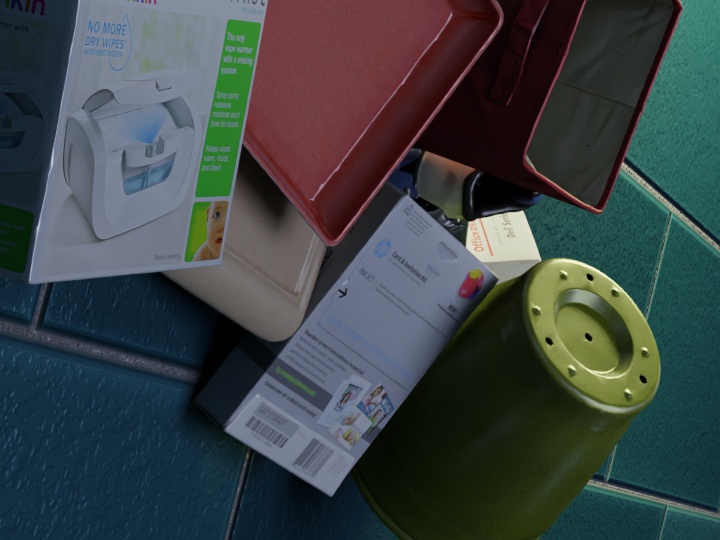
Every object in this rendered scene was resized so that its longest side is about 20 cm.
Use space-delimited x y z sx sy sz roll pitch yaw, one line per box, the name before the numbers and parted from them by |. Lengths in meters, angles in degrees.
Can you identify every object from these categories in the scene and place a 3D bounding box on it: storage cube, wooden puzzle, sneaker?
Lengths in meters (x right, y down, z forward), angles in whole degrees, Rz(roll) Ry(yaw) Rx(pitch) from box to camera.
storage cube | 0.101 -0.161 1.497 0.200 0.179 0.172 22 89 -64
wooden puzzle | -0.069 -0.077 1.329 0.185 0.037 0.201 37 71 -49
sneaker | 0.102 -0.099 1.655 0.081 0.115 0.200 82 31 -43

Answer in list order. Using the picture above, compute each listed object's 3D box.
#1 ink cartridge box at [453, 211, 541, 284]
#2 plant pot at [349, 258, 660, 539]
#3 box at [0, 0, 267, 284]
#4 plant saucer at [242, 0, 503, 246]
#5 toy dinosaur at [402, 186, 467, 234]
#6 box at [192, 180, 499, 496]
ink cartridge box | 0.108 0.020 1.736 0.117 0.067 0.201 -102 -169 -62
plant pot | 0.116 0.092 1.550 0.193 0.200 0.200 -44 -177 42
box | -0.145 -0.093 1.105 0.200 0.096 0.178 -5 108 -65
plant saucer | -0.016 -0.149 1.296 0.200 0.037 0.200 -53 137 -13
toy dinosaur | 0.000 0.000 1.508 0.136 0.102 0.200 -59 178 -1
box | -0.006 0.047 1.445 0.200 0.041 0.156 -52 144 0
